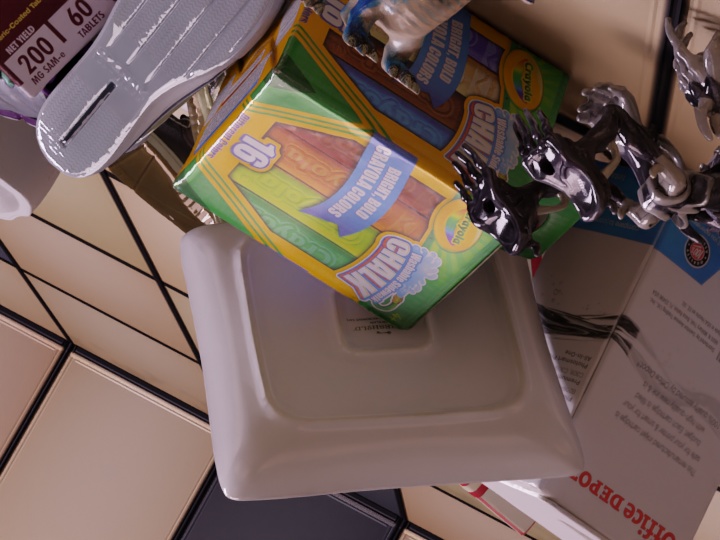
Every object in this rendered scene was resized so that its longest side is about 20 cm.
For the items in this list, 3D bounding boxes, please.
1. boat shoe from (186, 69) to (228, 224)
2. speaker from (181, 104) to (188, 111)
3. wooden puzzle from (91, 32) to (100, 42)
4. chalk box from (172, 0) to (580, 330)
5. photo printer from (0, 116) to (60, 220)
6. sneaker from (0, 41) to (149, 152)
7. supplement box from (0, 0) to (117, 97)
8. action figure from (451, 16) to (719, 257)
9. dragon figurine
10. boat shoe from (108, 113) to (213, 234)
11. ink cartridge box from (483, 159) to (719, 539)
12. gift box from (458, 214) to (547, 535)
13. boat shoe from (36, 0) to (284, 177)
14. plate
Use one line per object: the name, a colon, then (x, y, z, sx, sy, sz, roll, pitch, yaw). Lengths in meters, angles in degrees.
boat shoe: (-0.071, -0.113, 1.589, 0.066, 0.201, 0.072, -12, -165, -3)
speaker: (-0.022, -0.100, 1.650, 0.200, 0.081, 0.081, 25, 168, 16)
wooden puzzle: (-0.234, -0.178, 1.660, 0.200, 0.037, 0.185, 29, 175, 15)
chalk box: (0.025, -0.062, 1.484, 0.200, 0.124, 0.125, 32, 137, -11)
photo printer: (-0.269, -0.141, 1.875, 0.069, 0.167, 0.200, -9, 144, 41)
sneaker: (-0.209, -0.127, 1.595, 0.200, 0.074, 0.088, 13, 164, -9)
supplement box: (-0.213, -0.202, 1.487, 0.200, 0.109, 0.061, 45, 180, -24)
action figure: (0.150, -0.064, 1.336, 0.200, 0.102, 0.119, -8, 159, -34)
dragon figurine: (0.022, -0.154, 1.352, 0.059, 0.099, 0.200, 35, -173, -34)
boat shoe: (-0.104, -0.066, 1.766, 0.200, 0.065, 0.073, 45, 156, -15)
ink cartridge box: (0.157, 0.059, 1.597, 0.084, 0.200, 0.146, 17, 165, 46)
gift box: (0.079, 0.027, 1.727, 0.185, 0.200, 0.187, 34, -176, -43)
boat shoe: (-0.104, -0.127, 1.501, 0.200, 0.062, 0.072, -39, 91, 33)
plate: (0.010, 0.035, 1.520, 0.199, 0.200, 0.032, -4, 137, -10)
